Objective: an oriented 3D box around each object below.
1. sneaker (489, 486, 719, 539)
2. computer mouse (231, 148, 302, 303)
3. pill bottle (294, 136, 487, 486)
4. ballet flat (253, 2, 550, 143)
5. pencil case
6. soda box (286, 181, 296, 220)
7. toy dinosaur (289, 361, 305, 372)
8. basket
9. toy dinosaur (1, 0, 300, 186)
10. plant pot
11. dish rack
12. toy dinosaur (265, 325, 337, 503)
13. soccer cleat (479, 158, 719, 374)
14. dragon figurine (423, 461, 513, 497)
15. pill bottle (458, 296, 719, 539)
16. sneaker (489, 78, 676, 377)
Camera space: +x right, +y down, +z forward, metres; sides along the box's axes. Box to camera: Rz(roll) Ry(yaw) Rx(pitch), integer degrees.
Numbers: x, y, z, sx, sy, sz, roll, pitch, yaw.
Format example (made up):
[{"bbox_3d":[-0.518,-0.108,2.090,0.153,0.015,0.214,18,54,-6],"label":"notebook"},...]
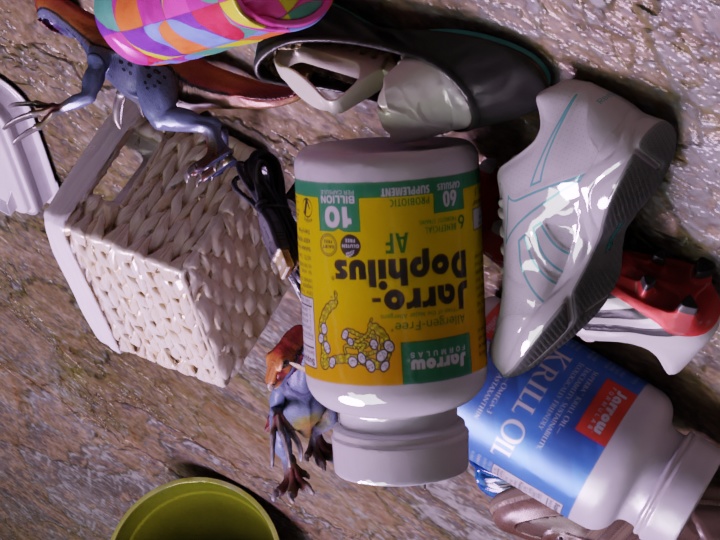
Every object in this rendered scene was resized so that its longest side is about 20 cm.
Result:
[{"bbox_3d":[0.192,0.196,1.492,0.200,0.076,0.070,0,159,12],"label":"sneaker"},{"bbox_3d":[-0.021,0.009,1.369,0.110,0.044,0.200,60,-179,36],"label":"computer mouse"},{"bbox_3d":[0.020,0.023,1.236,0.113,0.113,0.200,8,104,48],"label":"pill bottle"},{"bbox_3d":[0.018,-0.112,1.219,0.200,0.068,0.068,18,148,36],"label":"ballet flat"},{"bbox_3d":[-0.087,-0.174,1.230,0.088,0.088,0.200,45,156,-23],"label":"pencil case"},{"bbox_3d":[0.000,0.000,1.483,0.071,0.063,0.200,24,155,25],"label":"soda box"},{"bbox_3d":[0.012,0.098,1.526,0.101,0.058,0.200,62,167,-10],"label":"toy dinosaur"},{"bbox_3d":[-0.137,-0.019,1.551,0.123,0.136,0.200,22,155,19],"label":"basket"},{"bbox_3d":[-0.149,-0.145,1.430,0.182,0.200,0.105,56,-163,4],"label":"toy dinosaur"},{"bbox_3d":[-0.165,0.351,2.304,0.200,0.201,0.193,27,169,18],"label":"plant pot"},{"bbox_3d":[-0.348,-0.123,1.755,0.171,0.044,0.200,29,157,17],"label":"dish rack"},{"bbox_3d":[-0.065,0.112,1.765,0.200,0.105,0.182,29,140,45],"label":"toy dinosaur"},{"bbox_3d":[0.130,0.000,1.286,0.200,0.069,0.085,25,141,10],"label":"soccer cleat"},{"bbox_3d":[0.118,0.144,1.559,0.200,0.100,0.059,25,157,23],"label":"dragon figurine"},{"bbox_3d":[0.149,0.111,1.433,0.200,0.112,0.112,29,158,12],"label":"pill bottle"},{"bbox_3d":[0.115,-0.025,1.202,0.080,0.070,0.201,38,127,24],"label":"sneaker"}]
